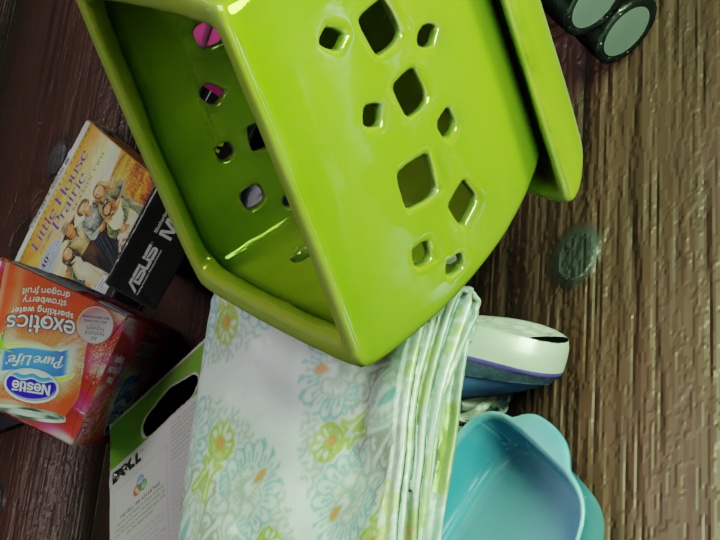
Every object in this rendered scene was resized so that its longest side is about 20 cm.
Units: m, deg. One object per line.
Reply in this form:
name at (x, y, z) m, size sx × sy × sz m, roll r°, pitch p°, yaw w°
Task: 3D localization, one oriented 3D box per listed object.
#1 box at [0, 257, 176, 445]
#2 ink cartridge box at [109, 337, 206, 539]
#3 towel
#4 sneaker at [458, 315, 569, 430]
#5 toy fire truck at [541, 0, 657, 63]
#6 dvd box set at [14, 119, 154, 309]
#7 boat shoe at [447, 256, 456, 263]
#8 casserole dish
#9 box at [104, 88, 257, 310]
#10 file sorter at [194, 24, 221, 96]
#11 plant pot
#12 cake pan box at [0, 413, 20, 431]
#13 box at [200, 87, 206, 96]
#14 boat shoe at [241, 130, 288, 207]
box at (-0.204, 0.060, 1.257) m, size 0.200 × 0.099 × 0.096 m, roll 54°, pitch -119°, yaw -85°
ink cartridge box at (-0.092, 0.153, 1.150) m, size 0.148 × 0.075 × 0.201 m, roll -41°, pitch 38°, yaw 32°
towel at (-0.025, 0.084, 0.988) m, size 0.199 × 0.048 × 0.173 m, roll -1°, pitch 74°, yaw 47°
sneaker at (0.031, 0.098, 1.030) m, size 0.199 × 0.080 × 0.148 m, roll 5°, pitch 91°, yaw 41°
toy fire truck at (0.158, -0.224, 0.973) m, size 0.200 × 0.176 × 0.129 m, roll -49°, pitch 61°, yaw 10°
dvd box set at (-0.216, -0.030, 1.480) m, size 0.147 × 0.029 × 0.200 m, roll -61°, pitch 34°, yaw 6°
boat shoe at (0.000, 0.000, 1.140) m, size 0.200 × 0.071 × 0.070 m, roll -35°, pitch 16°, yaw 43°
casserole dish at (0.061, 0.171, 0.950) m, size 0.201 × 0.039 × 0.121 m, roll -59°, pitch 38°, yaw 9°
box at (-0.113, -0.078, 1.284) m, size 0.194 × 0.047 × 0.200 m, roll -59°, pitch 7°, yaw 6°
file sorter at (-0.062, -0.199, 1.128) m, size 0.140 × 0.199 × 0.125 m, roll -57°, pitch 1°, yaw -23°
plant pot at (-0.007, -0.095, 0.928) m, size 0.181 × 0.201 × 0.199 m, roll -30°, pitch 26°, yaw -21°
cake pan box at (-0.356, 0.076, 1.468) m, size 0.199 × 0.183 × 0.053 m, roll -22°, pitch 47°, yaw 47°
box at (-0.106, -0.244, 1.317) m, size 0.142 × 0.078 × 0.201 m, roll -73°, pitch 6°, yaw -55°
boat shoe at (-0.027, -0.094, 1.214) m, size 0.068 × 0.084 × 0.202 m, roll 4°, pitch 74°, yaw 51°
